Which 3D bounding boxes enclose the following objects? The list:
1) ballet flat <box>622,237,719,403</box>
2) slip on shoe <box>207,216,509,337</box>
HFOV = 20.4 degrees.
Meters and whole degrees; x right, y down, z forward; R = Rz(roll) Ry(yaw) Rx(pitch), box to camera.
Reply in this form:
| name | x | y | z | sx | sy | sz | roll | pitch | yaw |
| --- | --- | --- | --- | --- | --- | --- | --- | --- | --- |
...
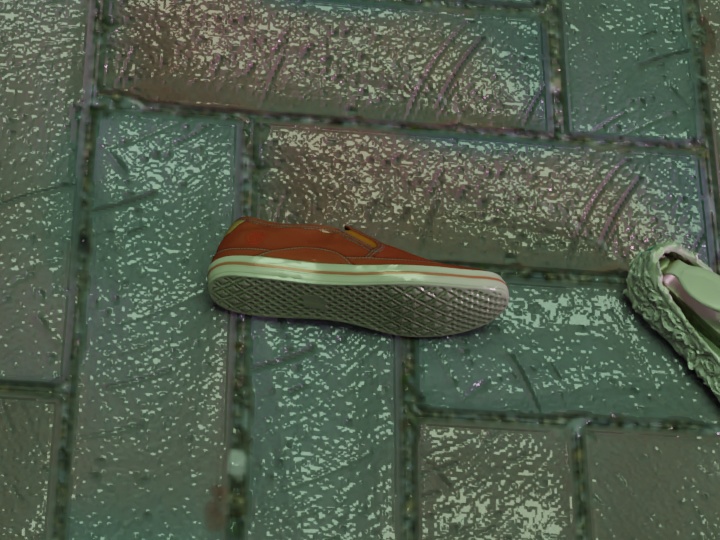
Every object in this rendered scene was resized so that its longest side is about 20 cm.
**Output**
| name | x | y | z | sx | sy | sz | roll | pitch | yaw |
| --- | --- | --- | --- | --- | --- | --- | --- | --- | --- |
| ballet flat | 0.256 | 0.054 | 1.329 | 0.200 | 0.072 | 0.072 | 42 | 63 | 14 |
| slip on shoe | 0.000 | 0.000 | 1.318 | 0.199 | 0.074 | 0.061 | 7 | 57 | 0 |
